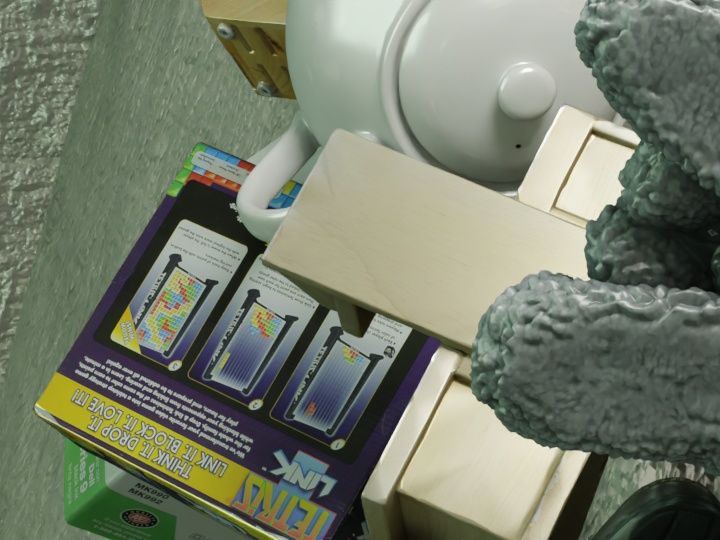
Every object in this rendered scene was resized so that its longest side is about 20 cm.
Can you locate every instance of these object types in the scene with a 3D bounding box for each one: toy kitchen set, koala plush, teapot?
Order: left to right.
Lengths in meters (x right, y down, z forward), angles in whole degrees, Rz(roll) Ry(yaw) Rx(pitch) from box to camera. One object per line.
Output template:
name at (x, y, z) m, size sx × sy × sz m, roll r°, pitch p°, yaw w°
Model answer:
toy kitchen set at (0.048, 0.043, 1.210) m, size 0.200 × 0.163 × 0.180 m, roll -61°, pitch -16°, yaw -20°
teapot at (0.058, -0.098, 1.258) m, size 0.146 × 0.197 × 0.200 m, roll -112°, pitch 35°, yaw -67°
koala plush at (0.156, -0.023, 0.941) m, size 0.200 × 0.184 × 0.178 m, roll -53°, pitch -18°, yaw -69°

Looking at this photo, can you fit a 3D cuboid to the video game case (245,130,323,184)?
video game case at (0.000, 0.000, 1.379) m, size 0.182 × 0.022 × 0.200 m, roll -35°, pitch 53°, yaw 7°

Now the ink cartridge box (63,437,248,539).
ink cartridge box at (-0.053, 0.086, 1.511) m, size 0.200 × 0.146 × 0.084 m, roll -40°, pitch 39°, yaw 40°

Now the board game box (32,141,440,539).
board game box at (-0.039, 0.045, 1.326) m, size 0.200 × 0.057 × 0.165 m, roll 24°, pitch 79°, yaw 36°

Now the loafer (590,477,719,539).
loafer at (0.097, 0.152, 1.120) m, size 0.072 × 0.073 × 0.200 m, roll -88°, pitch 19°, yaw -51°

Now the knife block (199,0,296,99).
knife block at (0.039, -0.167, 1.409) m, size 0.200 × 0.064 × 0.176 m, roll 9°, pitch 56°, yaw 38°
